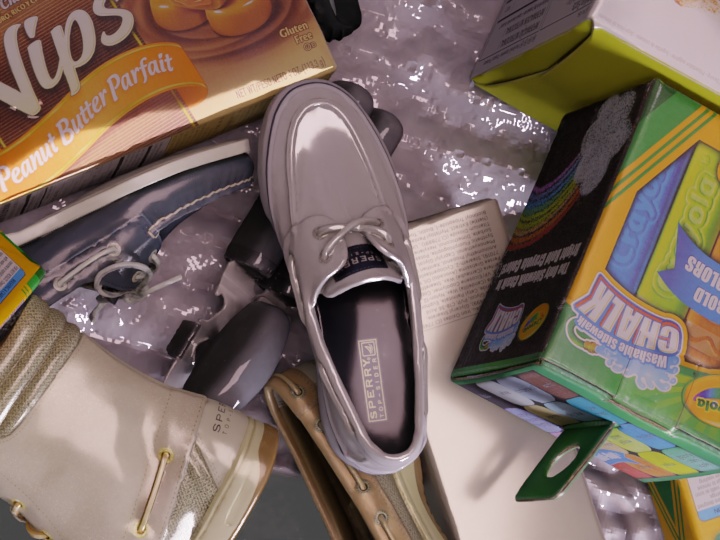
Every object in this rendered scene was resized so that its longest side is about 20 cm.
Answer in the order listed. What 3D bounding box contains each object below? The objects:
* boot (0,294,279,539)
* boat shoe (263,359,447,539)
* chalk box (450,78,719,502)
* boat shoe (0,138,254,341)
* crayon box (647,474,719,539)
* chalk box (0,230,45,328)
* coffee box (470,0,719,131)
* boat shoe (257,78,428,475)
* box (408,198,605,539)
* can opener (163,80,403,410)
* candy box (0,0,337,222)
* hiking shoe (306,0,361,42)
[{"bbox_3d":[-0.151,0.126,1.357,0.154,0.072,0.201,30,102,-10],"label":"boot"},{"bbox_3d":[0.006,0.142,1.412,0.063,0.073,0.202,-16,90,-27],"label":"boat shoe"},{"bbox_3d":[0.136,0.028,1.370,0.124,0.125,0.201,27,77,-14],"label":"chalk box"},{"bbox_3d":[-0.137,-0.006,1.391,0.199,0.075,0.062,-26,91,-15],"label":"boat shoe"},{"bbox_3d":[0.221,0.107,1.492,0.125,0.052,0.201,-17,89,-16],"label":"crayon box"},{"bbox_3d":[-0.267,0.045,1.304,0.124,0.124,0.200,41,111,-6],"label":"chalk box"},{"bbox_3d":[0.205,-0.150,1.433,0.199,0.200,0.199,27,79,-11],"label":"coffee box"},{"bbox_3d":[0.000,0.000,1.364,0.073,0.065,0.201,-16,88,-11],"label":"boat shoe"},{"bbox_3d":[0.058,0.070,1.441,0.082,0.068,0.201,-16,90,-16],"label":"box"},{"bbox_3d":[-0.036,-0.003,1.425,0.053,0.066,0.201,41,70,-39],"label":"can opener"},{"bbox_3d":[-0.126,-0.112,1.408,0.199,0.055,0.116,-23,83,-16],"label":"candy box"},{"bbox_3d":[-0.006,-0.220,1.446,0.086,0.074,0.201,-5,86,-15],"label":"hiking shoe"}]
